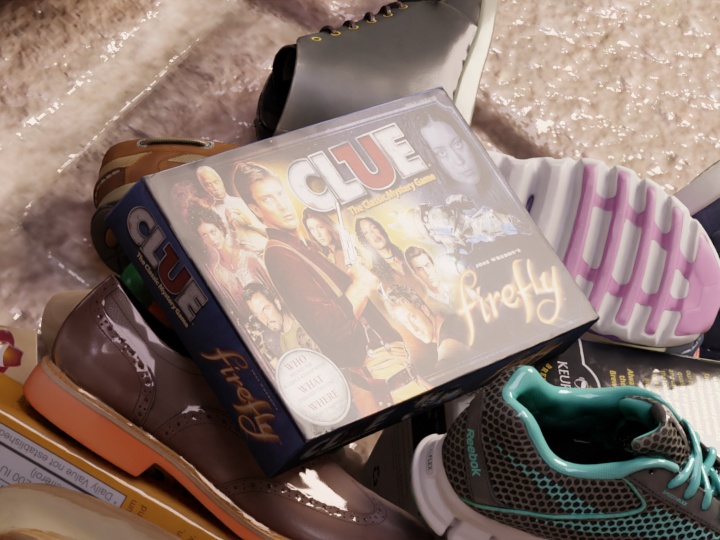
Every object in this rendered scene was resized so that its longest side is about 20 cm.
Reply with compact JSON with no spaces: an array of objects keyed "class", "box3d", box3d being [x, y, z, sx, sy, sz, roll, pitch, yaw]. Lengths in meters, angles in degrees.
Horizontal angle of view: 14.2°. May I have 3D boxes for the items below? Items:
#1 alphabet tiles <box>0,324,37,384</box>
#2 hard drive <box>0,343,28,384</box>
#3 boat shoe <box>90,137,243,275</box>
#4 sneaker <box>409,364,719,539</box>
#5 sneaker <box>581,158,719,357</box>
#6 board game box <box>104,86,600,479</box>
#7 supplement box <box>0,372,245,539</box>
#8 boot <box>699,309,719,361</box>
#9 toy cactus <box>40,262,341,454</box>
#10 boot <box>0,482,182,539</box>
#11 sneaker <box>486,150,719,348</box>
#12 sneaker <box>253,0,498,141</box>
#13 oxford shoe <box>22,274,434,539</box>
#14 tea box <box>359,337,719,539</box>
[{"class":"alphabet tiles","box3d":[-0.195,0.098,1.302,0.167,0.008,0.200,9,47,-16]},{"class":"hard drive","box3d":[-0.167,0.119,1.319,0.132,0.026,0.200,-28,66,-39]},{"class":"boat shoe","box3d":[-0.040,-0.034,1.478,0.199,0.076,0.074,8,45,-19]},{"class":"sneaker","box3d":[0.126,0.095,1.238,0.199,0.091,0.078,13,48,-13]},{"class":"sneaker","box3d":[0.155,0.023,1.445,0.085,0.200,0.075,46,22,7]},{"class":"board game box","box3d":[0.000,0.000,1.272,0.200,0.035,0.136,-21,72,-45]},{"class":"supplement box","box3d":[-0.099,0.120,1.261,0.200,0.069,0.067,33,5,-5]},{"class":"boot","box3d":[0.163,0.014,1.513,0.199,0.090,0.073,16,46,-11]},{"class":"toy cactus","box3d":[-0.076,0.024,1.369,0.165,0.200,0.103,7,75,29]},{"class":"boot","box3d":[-0.167,0.161,1.206,0.201,0.144,0.071,16,19,-13]},{"class":"sneaker","box3d":[0.078,-0.012,1.401,0.200,0.089,0.081,20,70,7]},{"class":"sneaker","box3d":[0.009,-0.125,1.569,0.106,0.075,0.200,24,46,-16]},{"class":"oxford shoe","box3d":[-0.043,0.073,1.251,0.200,0.073,0.071,30,7,-14]},{"class":"tea box","box3d":[0.115,0.150,1.343,0.196,0.134,0.200,10,48,-15]}]
